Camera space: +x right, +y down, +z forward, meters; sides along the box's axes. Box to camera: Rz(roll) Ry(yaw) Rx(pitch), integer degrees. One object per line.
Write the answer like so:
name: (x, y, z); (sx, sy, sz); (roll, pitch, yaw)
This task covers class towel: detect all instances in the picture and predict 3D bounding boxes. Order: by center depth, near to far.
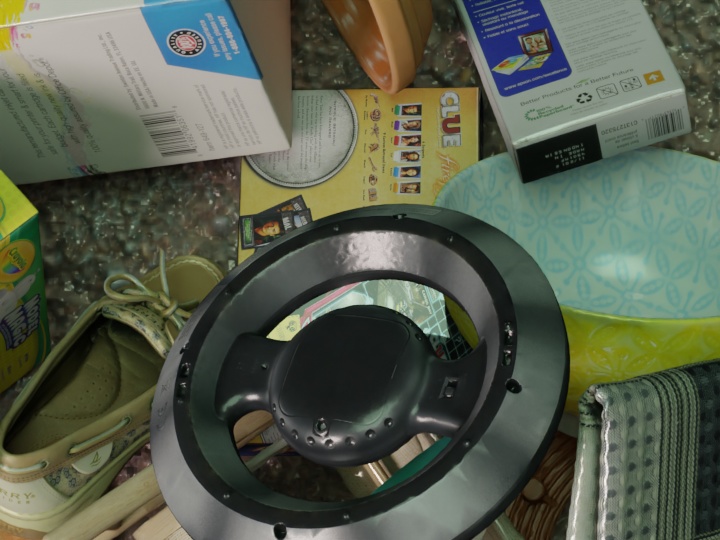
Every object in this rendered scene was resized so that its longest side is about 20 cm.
towel: (0.168, 0.138, 0.985); (0.034, 0.192, 0.202); (14, 106, 49)

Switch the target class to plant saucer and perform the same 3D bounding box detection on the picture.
plant saucer: (-0.013, -0.191, 1.103); (0.037, 0.200, 0.201); (-26, 74, -5)

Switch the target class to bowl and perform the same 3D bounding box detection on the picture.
bowl: (0.131, 0.024, 1.066); (0.199, 0.200, 0.108); (7, 118, 8)

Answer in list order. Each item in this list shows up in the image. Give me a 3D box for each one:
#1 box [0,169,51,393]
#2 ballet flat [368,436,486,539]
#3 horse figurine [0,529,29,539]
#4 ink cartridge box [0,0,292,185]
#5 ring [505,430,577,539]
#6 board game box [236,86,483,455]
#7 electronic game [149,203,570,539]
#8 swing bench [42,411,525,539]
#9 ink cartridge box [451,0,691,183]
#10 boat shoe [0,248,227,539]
box: (-0.216, -0.024, 1.077); (0.048, 0.200, 0.117); (-39, 75, -19)
ballet flat: (0.001, 0.147, 0.942); (0.200, 0.069, 0.070); (-37, 74, -1)
horse figurine: (-0.191, 0.182, 1.098); (0.132, 0.050, 0.201); (0, 78, 14)
ink cartridge box: (-0.148, -0.149, 1.113); (0.199, 0.147, 0.146); (-7, 61, 9)
ring: (0.162, 0.157, 1.085); (0.199, 0.019, 0.202); (-2, 75, 6)
board game box: (0.000, 0.000, 1.135); (0.134, 0.035, 0.201); (0, 75, 6)
electronic game: (-0.002, 0.053, 0.939); (0.199, 0.042, 0.201); (-12, 52, 15)
swing bench: (-0.016, 0.158, 1.030); (0.199, 0.130, 0.200); (-34, 85, -4)
ink cartridge box: (0.106, -0.133, 1.135); (0.094, 0.037, 0.201); (-17, 45, 1)
boat shoe: (-0.125, 0.054, 1.085); (0.073, 0.063, 0.200); (25, 50, 13)
